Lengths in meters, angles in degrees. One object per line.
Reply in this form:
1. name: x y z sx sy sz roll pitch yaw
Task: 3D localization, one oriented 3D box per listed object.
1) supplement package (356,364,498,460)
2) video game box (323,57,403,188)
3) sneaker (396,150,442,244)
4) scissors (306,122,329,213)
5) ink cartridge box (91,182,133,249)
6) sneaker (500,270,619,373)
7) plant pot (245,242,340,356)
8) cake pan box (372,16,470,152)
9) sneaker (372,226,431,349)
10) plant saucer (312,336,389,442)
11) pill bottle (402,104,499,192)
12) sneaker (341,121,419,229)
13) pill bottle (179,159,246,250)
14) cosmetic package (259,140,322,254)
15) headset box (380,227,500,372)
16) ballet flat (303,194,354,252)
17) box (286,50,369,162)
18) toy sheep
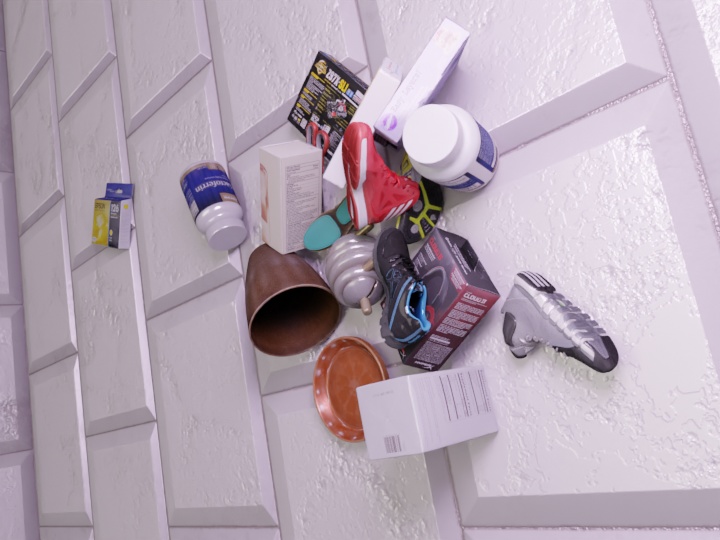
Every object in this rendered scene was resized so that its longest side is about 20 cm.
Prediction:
1. supplement package: 0.108 0.218 0.968 0.113 0.199 0.111 -23 73 42
2. video game box: 0.008 -0.259 1.073 0.047 0.182 0.201 28 114 -5
3. sneaker: 0.100 -0.145 1.088 0.076 0.075 0.202 20 96 57
4. scissors: -0.086 -0.195 1.253 0.073 0.014 0.202 31 129 43
5. ink cartridge box: -0.776 -0.174 1.938 0.197 0.047 0.202 8 97 45
6. sneaker: 0.277 0.101 0.908 0.200 0.075 0.116 55 129 42
7. plant pot: -0.159 0.038 1.267 0.188 0.186 0.201 -58 39 26
8. cake pan box: 0.092 -0.282 0.990 0.052 0.184 0.201 34 98 1
9. sneaker: 0.072 0.019 0.981 0.082 0.073 0.202 -29 60 46
10. plant saucer: -0.016 0.228 1.204 0.199 0.032 0.202 -1 89 43
11. pill bottle: 0.136 -0.186 0.941 0.110 0.200 0.112 -1 89 25
12. sneaker: 0.035 -0.160 0.996 0.201 0.115 0.079 92 159 -52
13. pill bottle: -0.347 -0.154 1.476 0.116 0.115 0.201 -45 61 33
14. cosmetic package: -0.140 -0.148 1.247 0.087 0.103 0.202 31 127 43
15. headset box: 0.129 0.041 1.011 0.201 0.075 0.149 -55 34 28
16. ballet flat: -0.032 -0.098 1.207 0.199 0.065 0.071 -33 82 38
17. box: -0.052 -0.320 1.244 0.200 0.049 0.160 47 117 34
18. toy sheep: 0.000 0.000 1.127 0.138 0.137 0.201 -50 29 31
